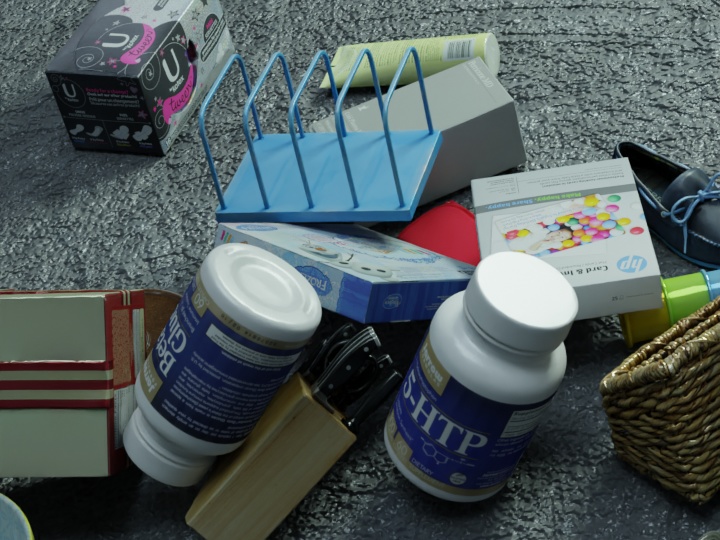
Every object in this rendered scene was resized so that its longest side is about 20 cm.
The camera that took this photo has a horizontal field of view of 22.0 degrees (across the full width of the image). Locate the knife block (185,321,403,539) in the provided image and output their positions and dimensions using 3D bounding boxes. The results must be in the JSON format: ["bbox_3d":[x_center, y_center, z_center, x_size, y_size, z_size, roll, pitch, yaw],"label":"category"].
[{"bbox_3d":[-0.048,0.141,1.586,0.175,0.064,0.201,-34,20,47],"label":"knife block"}]

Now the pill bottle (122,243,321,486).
[{"bbox_3d":[-0.125,0.085,1.572,0.110,0.201,0.111,25,28,-14],"label":"pill bottle"}]

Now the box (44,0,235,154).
[{"bbox_3d":[-0.249,-0.241,2.119,0.131,0.115,0.201,6,45,25],"label":"box"}]

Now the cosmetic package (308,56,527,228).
[{"bbox_3d":[0.061,-0.132,1.914,0.199,0.091,0.107,-26,39,-6],"label":"cosmetic package"}]

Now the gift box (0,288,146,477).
[{"bbox_3d":[-0.295,0.106,1.668,0.185,0.200,0.186,-1,86,5],"label":"gift box"}]

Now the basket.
[{"bbox_3d":[0.294,0.067,1.547,0.199,0.150,0.143,-32,32,-19],"label":"basket"}]

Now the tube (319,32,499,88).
[{"bbox_3d":[0.056,-0.233,2.064,0.198,0.052,0.058,-1,1,22],"label":"tube"}]

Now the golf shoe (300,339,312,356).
[{"bbox_3d":[-0.133,0.085,1.679,0.200,0.092,0.075,-38,9,28],"label":"golf shoe"}]

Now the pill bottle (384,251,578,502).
[{"bbox_3d":[0.103,0.086,1.541,0.119,0.201,0.120,13,40,-11],"label":"pill bottle"}]

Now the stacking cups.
[{"bbox_3d":[0.332,0.020,1.667,0.198,0.061,0.061,-13,40,4],"label":"stacking cups"}]

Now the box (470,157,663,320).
[{"bbox_3d":[0.185,-0.027,1.699,0.155,0.041,0.201,-8,35,4],"label":"box"}]

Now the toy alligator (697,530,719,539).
[{"bbox_3d":[0.334,0.176,1.500,0.199,0.060,0.054,-34,1,-18],"label":"toy alligator"}]

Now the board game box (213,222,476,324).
[{"bbox_3d":[0.000,0.000,1.725,0.198,0.044,0.199,22,15,39],"label":"board game box"}]

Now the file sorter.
[{"bbox_3d":[-0.040,-0.135,1.785,0.198,0.123,0.139,-1,36,19],"label":"file sorter"}]

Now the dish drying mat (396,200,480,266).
[{"bbox_3d":[0.121,-0.009,1.805,0.077,0.018,0.200,-34,43,-18],"label":"dish drying mat"}]

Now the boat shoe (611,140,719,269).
[{"bbox_3d":[0.305,-0.062,1.763,0.084,0.069,0.199,-39,45,-25],"label":"boat shoe"}]

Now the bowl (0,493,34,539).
[{"bbox_3d":[-0.353,0.291,1.555,0.198,0.108,0.201,-9,40,8],"label":"bowl"}]

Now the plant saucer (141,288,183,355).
[{"bbox_3d":[-0.227,0.083,1.808,0.199,0.035,0.201,-9,41,8],"label":"plant saucer"}]
